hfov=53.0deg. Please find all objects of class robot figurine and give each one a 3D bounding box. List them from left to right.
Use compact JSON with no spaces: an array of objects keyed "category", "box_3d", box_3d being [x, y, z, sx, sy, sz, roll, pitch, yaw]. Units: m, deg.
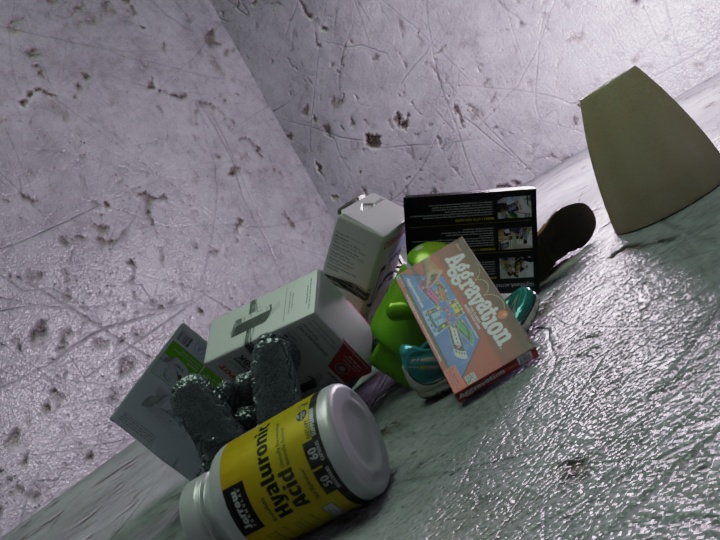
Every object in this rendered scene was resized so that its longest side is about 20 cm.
[{"category":"robot figurine","box_3d":[0.088,0.052,0.988,0.204,0.114,0.175,-61,-8,10]}]

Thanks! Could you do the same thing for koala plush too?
[{"category":"koala plush","box_3d":[-0.126,0.213,0.957,0.174,0.187,0.201,-25,-19,-3]}]

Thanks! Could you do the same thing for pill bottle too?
[{"category":"pill bottle","box_3d":[-0.078,0.204,0.704,0.197,0.113,0.111,-32,2,18]}]

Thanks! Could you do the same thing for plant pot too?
[{"category":"plant pot","box_3d":[0.418,-0.193,1.082,0.184,0.203,0.187,-30,3,2]}]

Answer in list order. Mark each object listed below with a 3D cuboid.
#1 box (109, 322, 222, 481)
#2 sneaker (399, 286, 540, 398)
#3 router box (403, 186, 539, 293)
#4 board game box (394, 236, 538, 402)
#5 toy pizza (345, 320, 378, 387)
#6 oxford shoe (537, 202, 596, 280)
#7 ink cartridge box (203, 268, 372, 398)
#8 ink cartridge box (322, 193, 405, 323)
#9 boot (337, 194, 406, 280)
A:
[{"category":"box","box_3d":[-0.251,0.212,1.114,0.178,0.199,0.097,-53,8,-12]},{"category":"sneaker","box_3d":[0.135,0.074,0.880,0.197,0.081,0.077,-33,3,-14]},{"category":"router box","box_3d":[0.164,-0.041,1.077,0.194,0.154,0.051,-2,9,10]},{"category":"board game box","box_3d":[0.117,0.050,0.844,0.101,0.020,0.202,-29,43,3]},{"category":"toy pizza","box_3d":[0.003,0.129,1.131,0.202,0.031,0.201,-53,-8,-11]},{"category":"oxford shoe","box_3d":[0.306,-0.045,1.171,0.198,0.072,0.071,-35,-1,-25]},{"category":"ink cartridge box","box_3d":[-0.100,0.106,1.017,0.196,0.145,0.085,-24,39,24]},{"category":"ink cartridge box","box_3d":[0.000,0.000,1.135,0.146,0.083,0.204,-40,-29,-61]},{"category":"boot","box_3d":[0.025,-0.034,1.310,0.071,0.204,0.182,-27,5,19]}]
